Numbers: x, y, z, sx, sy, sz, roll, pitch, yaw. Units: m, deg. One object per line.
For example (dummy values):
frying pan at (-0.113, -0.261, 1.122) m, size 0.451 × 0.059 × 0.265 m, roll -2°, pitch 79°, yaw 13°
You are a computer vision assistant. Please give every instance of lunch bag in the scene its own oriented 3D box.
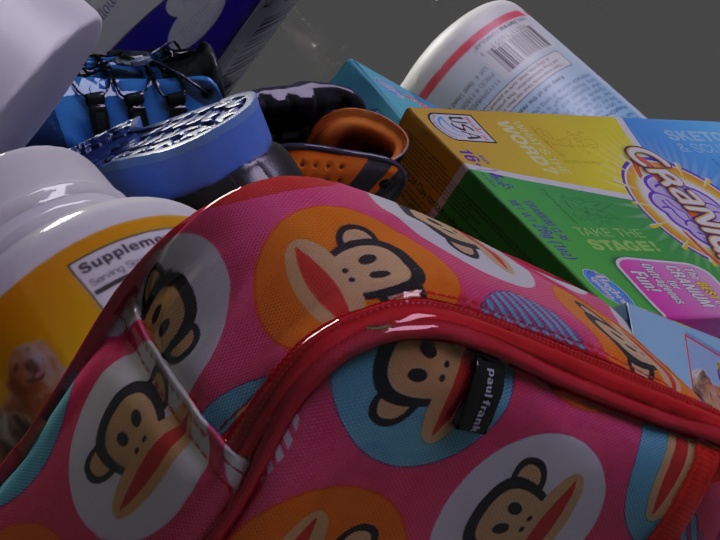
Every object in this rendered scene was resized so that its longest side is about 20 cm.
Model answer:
lunch bag at (-0.008, 0.087, 0.564) m, size 0.176 × 0.200 × 0.082 m, roll 21°, pitch 19°, yaw -44°

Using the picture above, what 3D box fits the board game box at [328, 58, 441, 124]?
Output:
board game box at (0.074, 0.000, 1.131) m, size 0.151 × 0.047 × 0.200 m, roll 24°, pitch 21°, yaw -47°

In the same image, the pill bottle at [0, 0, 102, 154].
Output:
pill bottle at (-0.195, -0.112, 0.854) m, size 0.200 × 0.113 × 0.113 m, roll 38°, pitch 16°, yaw 0°

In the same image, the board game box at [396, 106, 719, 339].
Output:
board game box at (0.127, -0.009, 1.042) m, size 0.200 × 0.040 × 0.153 m, roll -1°, pitch 35°, yaw -39°

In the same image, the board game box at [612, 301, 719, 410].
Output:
board game box at (0.122, 0.097, 0.928) m, size 0.200 × 0.103 × 0.105 m, roll 21°, pitch 53°, yaw -47°

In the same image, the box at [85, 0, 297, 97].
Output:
box at (-0.114, -0.173, 1.071) m, size 0.200 × 0.184 × 0.105 m, roll 38°, pitch 18°, yaw 2°

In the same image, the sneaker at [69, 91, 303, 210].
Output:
sneaker at (-0.072, -0.008, 0.851) m, size 0.078 × 0.070 × 0.200 m, roll 64°, pitch -23°, yaw -10°

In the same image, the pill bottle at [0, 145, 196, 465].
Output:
pill bottle at (-0.054, 0.055, 0.711) m, size 0.200 × 0.109 × 0.109 m, roll 47°, pitch 18°, yaw 30°

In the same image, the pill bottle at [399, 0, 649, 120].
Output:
pill bottle at (0.115, -0.046, 1.351) m, size 0.200 × 0.109 × 0.109 m, roll 43°, pitch 17°, yaw 17°

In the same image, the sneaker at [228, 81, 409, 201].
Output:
sneaker at (0.000, 0.000, 0.970) m, size 0.200 × 0.112 × 0.078 m, roll 26°, pitch 20°, yaw -36°

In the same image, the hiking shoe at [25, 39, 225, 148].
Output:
hiking shoe at (-0.098, -0.065, 0.980) m, size 0.200 × 0.087 × 0.074 m, roll 27°, pitch 18°, yaw -36°
